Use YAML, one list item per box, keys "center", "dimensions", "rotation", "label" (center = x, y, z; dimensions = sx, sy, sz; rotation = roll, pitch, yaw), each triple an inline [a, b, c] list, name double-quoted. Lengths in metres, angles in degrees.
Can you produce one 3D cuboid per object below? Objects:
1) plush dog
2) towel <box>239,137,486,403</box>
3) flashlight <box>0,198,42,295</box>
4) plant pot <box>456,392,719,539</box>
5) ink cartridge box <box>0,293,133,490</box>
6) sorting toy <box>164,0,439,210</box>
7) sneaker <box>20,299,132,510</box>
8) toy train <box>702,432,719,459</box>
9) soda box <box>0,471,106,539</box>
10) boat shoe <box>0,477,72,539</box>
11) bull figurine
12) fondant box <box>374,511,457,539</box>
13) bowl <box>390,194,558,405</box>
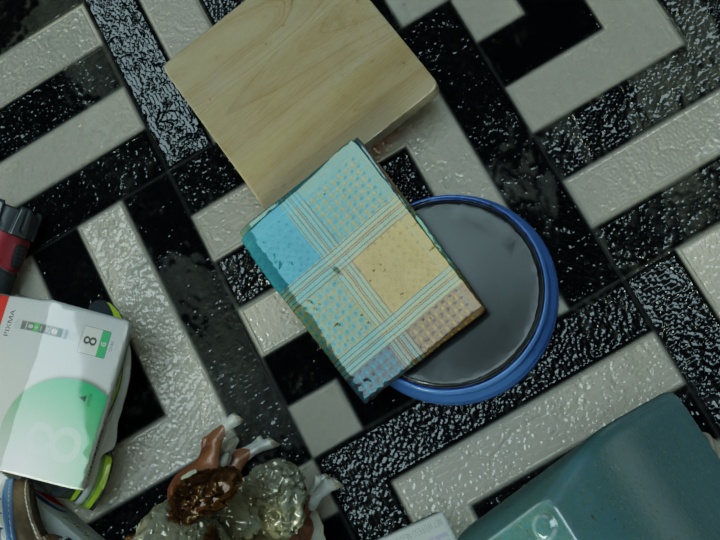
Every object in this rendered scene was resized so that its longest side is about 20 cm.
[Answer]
- center: [-0.144, 0.239, 1.128]
  dimensions: [0.160, 0.172, 0.200]
  rotation: [13, 81, 11]
  label: "plush dog"
- center: [0.000, 0.000, 1.245]
  dimensions: [0.147, 0.022, 0.200]
  rotation: [-38, 82, 4]
  label: "towel"
- center: [-0.387, 0.025, 1.373]
  dimensions: [0.068, 0.068, 0.200]
  rotation: [22, 86, -20]
  label: "flashlight"
- center: [0.186, 0.238, 1.067]
  dimensions: [0.196, 0.200, 0.196]
  rotation: [-43, 68, 31]
  label: "plant pot"
- center: [-0.326, 0.100, 1.245]
  dimensions: [0.200, 0.050, 0.161]
  rotation: [15, 76, -5]
  label: "ink cartridge box"
- center: [-0.053, -0.178, 1.331]
  dimensions: [0.200, 0.070, 0.199]
  rotation: [-38, 71, 3]
  label: "sorting toy"
- center: [-0.270, 0.124, 1.296]
  dimensions: [0.081, 0.074, 0.200]
  rotation: [13, 76, -23]
  label: "sneaker"
- center: [0.361, 0.178, 1.139]
  dimensions: [0.116, 0.085, 0.200]
  rotation: [-27, 71, -4]
  label: "toy train"
- center: [-0.295, 0.262, 1.290]
  dimensions: [0.200, 0.064, 0.068]
  rotation: [35, 87, 18]
  label: "soda box"
- center: [-0.274, 0.275, 1.218]
  dimensions: [0.072, 0.072, 0.200]
  rotation: [-16, 69, -8]
  label: "boat shoe"
- center: [-0.084, 0.224, 1.246]
  dimensions: [0.200, 0.065, 0.122]
  rotation: [31, 81, 16]
  label: "bull figurine"
- center: [0.045, 0.325, 1.160]
  dimensions: [0.144, 0.058, 0.200]
  rotation: [-23, 82, -8]
  label: "fondant box"
- center: [0.083, 0.024, 1.264]
  dimensions: [0.200, 0.039, 0.201]
  rotation: [-3, 76, 13]
  label: "bowl"
